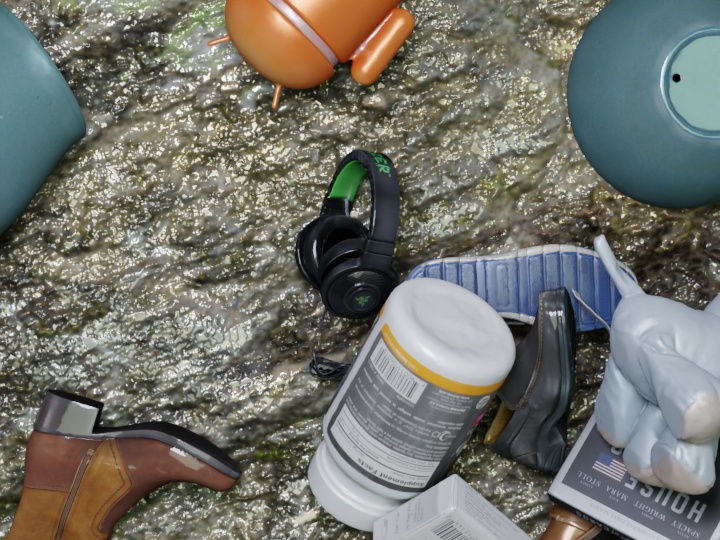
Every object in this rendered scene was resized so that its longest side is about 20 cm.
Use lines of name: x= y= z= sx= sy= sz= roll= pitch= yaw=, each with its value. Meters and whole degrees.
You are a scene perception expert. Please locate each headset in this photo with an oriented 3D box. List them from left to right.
headset: x=0.000 y=0.000 z=1.520 sx=0.093 sy=0.124 sz=0.202 roll=10 pitch=107 yaw=-22

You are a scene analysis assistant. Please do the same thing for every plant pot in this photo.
plant pot: x=-0.335 y=-0.114 z=1.465 sx=0.188 sy=0.200 sz=0.201 roll=-38 pitch=93 yaw=-16
plant pot: x=0.282 y=-0.152 z=1.509 sx=0.198 sy=0.135 sz=0.202 roll=0 pitch=92 yaw=-3

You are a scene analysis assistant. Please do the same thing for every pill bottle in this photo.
pill bottle: x=0.037 y=0.114 z=1.484 sx=0.116 sy=0.117 sz=0.201 roll=26 pitch=123 yaw=-3

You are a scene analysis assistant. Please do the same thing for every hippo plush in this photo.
hippo plush: x=0.283 y=0.079 z=1.472 sx=0.159 sy=0.160 sz=0.201 roll=-14 pitch=58 yaw=-20

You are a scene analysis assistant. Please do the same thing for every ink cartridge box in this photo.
ink cartridge box: x=0.078 y=0.278 z=1.514 sx=0.176 sy=0.045 sz=0.200 roll=-35 pitch=118 yaw=26

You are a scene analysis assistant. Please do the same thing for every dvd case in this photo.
dvd case: x=0.269 y=0.139 z=1.517 sx=0.149 sy=0.025 sz=0.201 roll=25 pitch=73 yaw=25

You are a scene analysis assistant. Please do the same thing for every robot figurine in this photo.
robot figurine: x=-0.034 y=-0.236 z=1.503 sx=0.200 sy=0.117 sz=0.144 roll=-48 pitch=133 yaw=0

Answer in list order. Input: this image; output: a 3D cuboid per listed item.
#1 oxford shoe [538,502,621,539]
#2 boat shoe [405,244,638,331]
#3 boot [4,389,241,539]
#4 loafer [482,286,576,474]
oxford shoe: x=0.192 y=0.213 z=1.564 sx=0.200 sy=0.071 sz=0.071 roll=-41 pitch=63 yaw=2
boat shoe: x=0.136 y=0.012 z=1.539 sx=0.198 sy=0.072 sz=0.073 roll=3 pitch=92 yaw=-1
boot: x=-0.213 y=0.223 z=1.536 sx=0.187 sy=0.068 sz=0.202 roll=16 pitch=92 yaw=-3
loafer: x=0.141 y=0.094 z=1.503 sx=0.072 sy=0.073 sz=0.201 roll=6 pitch=130 yaw=6
